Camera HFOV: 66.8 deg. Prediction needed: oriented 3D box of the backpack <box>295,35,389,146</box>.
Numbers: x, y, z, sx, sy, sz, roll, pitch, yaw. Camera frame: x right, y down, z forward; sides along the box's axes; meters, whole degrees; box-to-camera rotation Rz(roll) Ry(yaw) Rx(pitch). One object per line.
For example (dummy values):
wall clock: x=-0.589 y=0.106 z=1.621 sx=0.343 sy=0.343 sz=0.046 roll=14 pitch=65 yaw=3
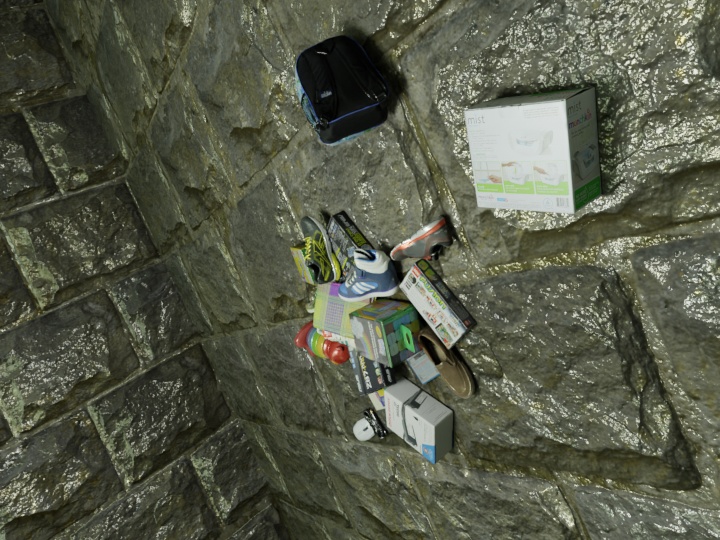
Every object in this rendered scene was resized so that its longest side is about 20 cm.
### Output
backpack: x=-0.049 y=-0.387 z=1.191 sx=0.203 sy=0.180 sz=0.147 roll=63 pitch=169 yaw=16

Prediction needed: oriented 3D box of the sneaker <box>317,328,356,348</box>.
sneaker: x=-0.058 y=0.188 z=1.595 sx=0.198 sy=0.091 sz=0.072 roll=12 pitch=103 yaw=59

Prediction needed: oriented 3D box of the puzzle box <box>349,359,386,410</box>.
puzzle box: x=0.042 y=0.337 z=1.712 sx=0.203 sy=0.025 sz=0.133 roll=62 pitch=146 yaw=3

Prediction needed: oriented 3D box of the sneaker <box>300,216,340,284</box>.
sneaker: x=-0.126 y=-0.055 z=1.538 sx=0.074 sy=0.084 sz=0.203 roll=-26 pitch=90 yaw=57

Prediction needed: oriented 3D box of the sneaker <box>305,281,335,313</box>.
sneaker: x=-0.114 y=0.079 z=1.727 sx=0.198 sy=0.076 sz=0.091 roll=-16 pitch=86 yaw=52

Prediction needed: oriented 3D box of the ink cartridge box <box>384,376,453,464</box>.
ink cartridge box: x=0.163 y=0.421 z=1.546 sx=0.198 sy=0.083 sz=0.148 roll=28 pitch=133 yaw=43

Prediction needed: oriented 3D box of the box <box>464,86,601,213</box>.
box: x=0.286 y=-0.200 z=0.921 sx=0.198 sy=0.096 sz=0.180 roll=12 pitch=122 yaw=51

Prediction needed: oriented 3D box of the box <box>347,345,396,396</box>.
box: x=0.027 y=0.250 z=1.597 sx=0.161 sy=0.048 sz=0.205 roll=-38 pitch=63 yaw=57

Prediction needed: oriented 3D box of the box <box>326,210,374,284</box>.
box: x=-0.043 y=-0.043 z=1.548 sx=0.161 sy=0.044 sz=0.201 roll=50 pitch=146 yaw=18

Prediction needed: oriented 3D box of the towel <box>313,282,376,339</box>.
towel: x=-0.047 y=0.112 z=1.546 sx=0.196 sy=0.023 sz=0.148 roll=8 pitch=90 yaw=33

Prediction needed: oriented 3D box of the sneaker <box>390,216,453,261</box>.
sneaker: x=0.140 y=-0.048 z=1.260 sx=0.083 sy=0.077 sz=0.199 roll=55 pitch=148 yaw=0

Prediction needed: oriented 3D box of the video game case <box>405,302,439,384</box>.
video game case: x=0.148 y=0.199 z=1.472 sx=0.202 sy=0.018 sz=0.143 roll=56 pitch=148 yaw=11

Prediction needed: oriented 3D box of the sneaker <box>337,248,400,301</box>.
sneaker: x=0.000 y=0.000 z=1.430 sx=0.196 sy=0.081 sz=0.148 roll=-7 pitch=128 yaw=34

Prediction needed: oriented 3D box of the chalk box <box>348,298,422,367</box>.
chalk box: x=0.081 y=0.159 z=1.407 sx=0.198 sy=0.122 sz=0.127 roll=8 pitch=115 yaw=54

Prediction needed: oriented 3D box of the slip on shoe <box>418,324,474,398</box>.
slip on shoe: x=0.210 y=0.230 z=1.354 sx=0.075 sy=0.060 sz=0.203 roll=-32 pitch=83 yaw=39

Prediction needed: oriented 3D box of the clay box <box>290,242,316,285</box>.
clay box: x=-0.167 y=-0.024 z=1.701 sx=0.117 sy=0.047 sz=0.200 roll=70 pitch=166 yaw=-11

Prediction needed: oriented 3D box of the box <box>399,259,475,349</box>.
box: x=0.183 y=0.081 z=1.323 sx=0.201 sy=0.034 sz=0.111 roll=53 pitch=146 yaw=16

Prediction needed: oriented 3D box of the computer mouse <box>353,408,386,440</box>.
computer mouse: x=0.018 y=0.549 z=1.881 sx=0.111 sy=0.043 sz=0.201 roll=54 pitch=146 yaw=13

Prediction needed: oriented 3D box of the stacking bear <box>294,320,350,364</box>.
stacking bear: x=-0.103 y=0.240 z=1.768 sx=0.198 sy=0.115 sz=0.121 roll=18 pitch=164 yaw=49
